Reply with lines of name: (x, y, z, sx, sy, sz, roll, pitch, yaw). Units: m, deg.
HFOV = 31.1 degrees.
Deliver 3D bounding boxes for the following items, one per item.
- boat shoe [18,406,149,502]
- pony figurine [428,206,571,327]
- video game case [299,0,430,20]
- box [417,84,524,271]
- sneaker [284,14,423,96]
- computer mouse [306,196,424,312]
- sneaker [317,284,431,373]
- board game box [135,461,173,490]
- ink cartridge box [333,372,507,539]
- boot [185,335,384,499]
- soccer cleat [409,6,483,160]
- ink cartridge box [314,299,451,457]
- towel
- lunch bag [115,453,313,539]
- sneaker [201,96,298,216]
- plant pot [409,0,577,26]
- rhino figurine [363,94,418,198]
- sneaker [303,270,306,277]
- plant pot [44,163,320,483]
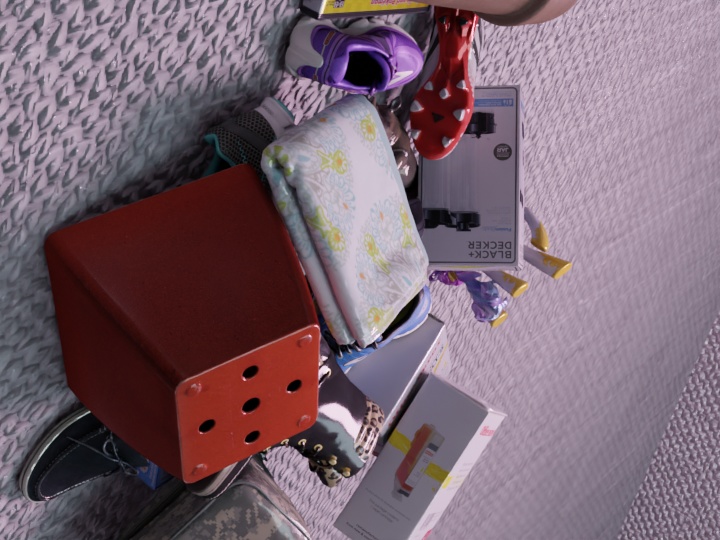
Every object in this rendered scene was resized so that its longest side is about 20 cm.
boat shoe: (-0.231, 0.161, 1.228, 0.200, 0.062, 0.075, -31, 141, -15)
pony figurine: (0.127, -0.033, 1.570, 0.193, 0.200, 0.167, -37, 158, -6)
video game case: (0.033, -0.330, 1.228, 0.200, 0.025, 0.181, -19, 134, -54)
box: (0.123, -0.100, 1.430, 0.060, 0.116, 0.201, 23, 69, -80)
sneaker: (0.007, -0.196, 1.261, 0.200, 0.083, 0.081, -14, 130, -56)
computer mouse: (0.000, 0.000, 1.334, 0.141, 0.046, 0.200, -52, 168, 29)
sneaker: (-0.016, 0.062, 1.343, 0.200, 0.079, 0.089, -34, 169, -5)
board game box: (-0.152, 0.128, 1.389, 0.200, 0.037, 0.152, -28, 141, -45)
ink cartridge box: (0.069, 0.220, 1.440, 0.200, 0.083, 0.145, -57, 165, 0)
boot: (-0.068, 0.165, 1.269, 0.151, 0.073, 0.200, 48, 64, -33)
soccer cleat: (0.099, -0.218, 1.382, 0.085, 0.068, 0.201, -32, 132, -66)
ink cartridge box: (0.007, 0.111, 1.478, 0.146, 0.144, 0.200, -58, 165, -12)
towel: (-0.006, -0.048, 1.185, 0.171, 0.048, 0.201, -45, 116, -58)
lunch bag: (-0.165, 0.282, 1.359, 0.200, 0.168, 0.139, -43, 109, 0)
sneaker: (-0.116, -0.067, 1.220, 0.091, 0.078, 0.201, -20, 132, -32)
plant pot: (0.085, -0.309, 1.130, 0.174, 0.200, 0.201, -14, 133, -32)
rhino figurine: (0.026, -0.123, 1.396, 0.200, 0.060, 0.088, 72, 31, -57)
sneaker: (-0.057, -0.041, 1.350, 0.200, 0.077, 0.076, -50, -160, 11)
plant pot: (-0.137, 0.060, 1.123, 0.199, 0.176, 0.200, -22, 139, -24)
